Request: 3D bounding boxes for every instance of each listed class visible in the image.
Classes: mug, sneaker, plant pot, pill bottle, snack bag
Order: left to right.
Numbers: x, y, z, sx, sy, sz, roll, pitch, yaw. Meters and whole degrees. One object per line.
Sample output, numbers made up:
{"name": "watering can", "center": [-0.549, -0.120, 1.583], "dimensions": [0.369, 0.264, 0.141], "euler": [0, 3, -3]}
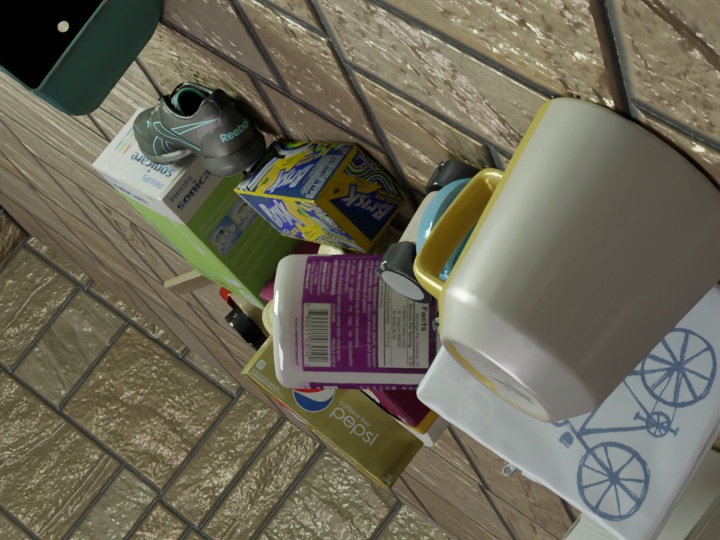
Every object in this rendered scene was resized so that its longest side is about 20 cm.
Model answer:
{"name": "plant pot", "center": [-0.250, -0.215, 1.331], "dimensions": [0.141, 0.142, 0.200], "euler": [36, 176, 10]}
{"name": "sneaker", "center": [-0.161, -0.145, 1.527], "dimensions": [0.199, 0.075, 0.080], "euler": [13, 140, 52]}
{"name": "pill bottle", "center": [0.031, 0.042, 1.326], "dimensions": [0.198, 0.113, 0.112], "euler": [1, 164, 4]}
{"name": "mug", "center": [0.121, 0.007, 0.970], "dimensions": [0.149, 0.154, 0.187], "euler": [38, 169, -4]}
{"name": "snack bag", "center": [0.149, 0.062, 1.068], "dimensions": [0.199, 0.190, 0.021], "euler": [32, -161, 19]}

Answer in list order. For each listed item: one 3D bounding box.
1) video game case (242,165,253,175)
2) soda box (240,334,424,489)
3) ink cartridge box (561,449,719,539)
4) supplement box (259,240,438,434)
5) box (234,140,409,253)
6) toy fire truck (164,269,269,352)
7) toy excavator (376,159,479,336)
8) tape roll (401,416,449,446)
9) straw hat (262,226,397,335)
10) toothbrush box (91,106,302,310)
{"name": "video game case", "center": [-0.103, -0.076, 1.713], "dimensions": [0.143, 0.018, 0.200], "euler": [29, 166, 42]}
{"name": "soda box", "center": [-0.031, 0.148, 1.721], "dimensions": [0.200, 0.064, 0.068], "euler": [39, 171, -5]}
{"name": "ink cartridge box", "center": [0.308, 0.262, 1.417], "dimensions": [0.200, 0.145, 0.145], "euler": [43, 168, -26]}
{"name": "supplement box", "center": [0.011, 0.063, 1.683], "dimensions": [0.131, 0.103, 0.200], "euler": [28, 165, 47]}
{"name": "box", "center": [-0.038, -0.068, 1.415], "dimensions": [0.070, 0.064, 0.200], "euler": [43, 169, -21]}
{"name": "toy fire truck", "center": [-0.152, 0.048, 2.144], "dimensions": [0.200, 0.129, 0.176], "euler": [44, 176, 43]}
{"name": "toy excavator", "center": [0.138, 0.013, 1.133], "dimensions": [0.194, 0.100, 0.199], "euler": [42, 160, -25]}
{"name": "tape roll", "center": [0.029, 0.127, 1.968], "dimensions": [0.202, 0.071, 0.203], "euler": [37, 169, 8]}
{"name": "straw hat", "center": [0.000, 0.000, 1.456], "dimensions": [0.201, 0.200, 0.086], "euler": [24, 126, 51]}
{"name": "toothbrush box", "center": [-0.162, -0.063, 1.682], "dimensions": [0.145, 0.086, 0.200], "euler": [26, 164, 49]}
